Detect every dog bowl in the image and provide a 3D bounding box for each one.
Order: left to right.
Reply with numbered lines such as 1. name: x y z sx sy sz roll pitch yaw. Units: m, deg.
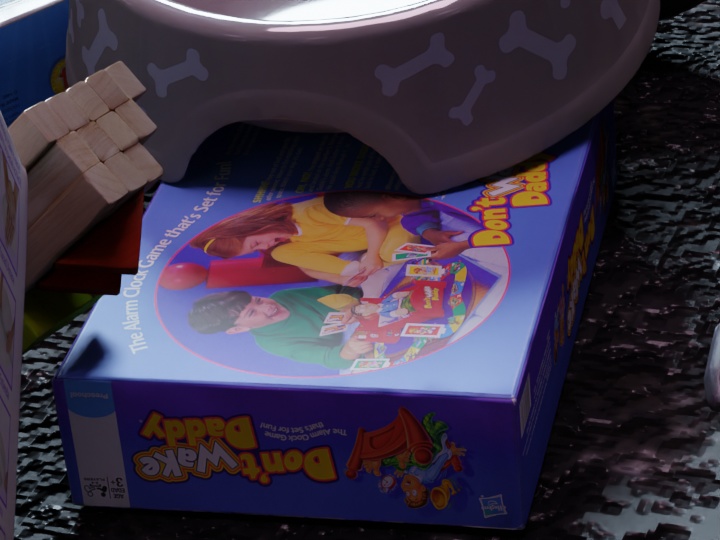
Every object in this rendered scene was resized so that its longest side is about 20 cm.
1. dog bowl: -0.004 -0.104 0.897 0.199 0.059 0.201 -6 38 4

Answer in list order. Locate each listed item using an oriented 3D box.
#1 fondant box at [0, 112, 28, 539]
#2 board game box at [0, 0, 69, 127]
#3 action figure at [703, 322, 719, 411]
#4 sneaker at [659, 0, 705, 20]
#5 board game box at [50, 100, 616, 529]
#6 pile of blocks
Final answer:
1. fondant box: -0.158 0.057 0.667 0.143 0.058 0.201 -2 68 5
2. board game box: -0.176 -0.099 1.031 0.199 0.056 0.195 -27 37 -32
3. action figure: 0.090 0.110 0.600 0.192 0.105 0.201 -8 55 -14
4. sneaker: 0.039 -0.086 0.979 0.199 0.076 0.080 -12 44 2
5. board game box: 0.000 0.000 0.848 0.134 0.045 0.200 2 31 13
6. pile of blocks: -0.123 0.031 0.772 0.200 0.062 0.082 -42 -2 6
